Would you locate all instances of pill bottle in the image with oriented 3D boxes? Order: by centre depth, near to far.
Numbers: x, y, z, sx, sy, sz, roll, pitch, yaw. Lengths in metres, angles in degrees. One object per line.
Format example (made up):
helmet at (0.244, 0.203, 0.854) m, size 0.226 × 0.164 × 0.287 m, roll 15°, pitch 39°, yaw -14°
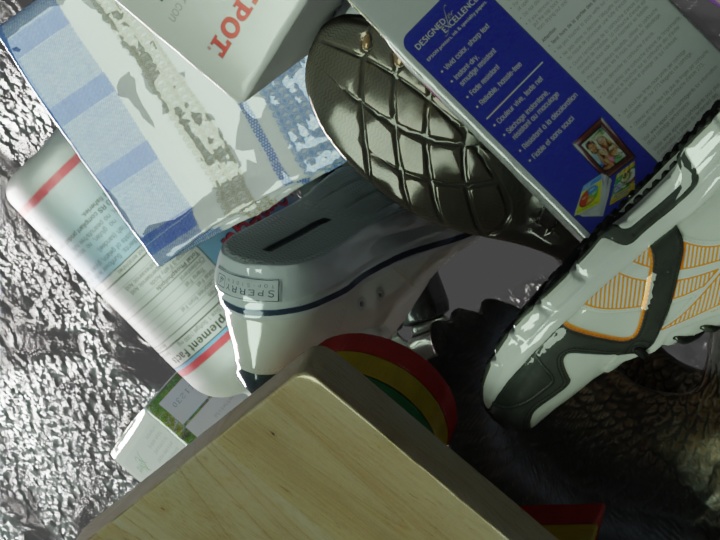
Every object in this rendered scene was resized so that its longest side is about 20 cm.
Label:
pill bottle at (-0.077, -0.008, 1.305) m, size 0.200 × 0.109 × 0.109 m, roll 45°, pitch 148°, yaw -6°

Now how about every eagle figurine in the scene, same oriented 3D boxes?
eagle figurine at (0.139, 0.062, 1.139) m, size 0.199 × 0.152 × 0.152 m, roll 17°, pitch 169°, yaw 15°

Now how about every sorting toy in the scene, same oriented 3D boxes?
sorting toy at (0.011, 0.123, 1.069) m, size 0.200 × 0.070 × 0.199 m, roll 41°, pitch 136°, yaw -11°

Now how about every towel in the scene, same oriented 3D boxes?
towel at (-0.062, -0.098, 1.181) m, size 0.199 × 0.024 × 0.147 m, roll -28°, pitch 102°, yaw 30°

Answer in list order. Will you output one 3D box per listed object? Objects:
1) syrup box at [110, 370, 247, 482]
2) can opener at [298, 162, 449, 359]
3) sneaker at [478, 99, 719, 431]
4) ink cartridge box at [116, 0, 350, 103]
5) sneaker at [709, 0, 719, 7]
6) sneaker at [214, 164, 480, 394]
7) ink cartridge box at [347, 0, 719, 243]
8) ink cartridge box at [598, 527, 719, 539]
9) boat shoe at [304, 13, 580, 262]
syrup box at (-0.037, 0.132, 1.454) m, size 0.200 × 0.079 × 0.081 m, roll 41°, pitch 148°, yaw 1°
can opener at (0.013, 0.015, 1.218) m, size 0.052 × 0.066 × 0.201 m, roll -20°, pitch 86°, yaw 26°
sneaker at (0.126, 0.003, 0.984) m, size 0.080 × 0.074 × 0.200 m, roll 44°, pitch 115°, yaw -1°
ink cartridge box at (-0.075, -0.193, 1.074) m, size 0.200 × 0.084 × 0.146 m, roll 40°, pitch 129°, yaw 5°
sneaker at (0.111, -0.157, 0.962) m, size 0.200 × 0.081 × 0.089 m, roll 38°, pitch 155°, yaw 5°
sneaker at (0.000, 0.000, 1.144) m, size 0.073 × 0.200 × 0.071 m, roll 17°, pitch 115°, yaw 33°
ink cartridge box at (0.091, -0.079, 1.046) m, size 0.200 × 0.095 × 0.037 m, roll 45°, pitch 180°, yaw 0°
ink cartridge box at (0.125, 0.163, 1.172) m, size 0.200 × 0.146 × 0.083 m, roll 55°, pitch 129°, yaw 18°
boat shoe at (0.068, -0.052, 1.110) m, size 0.199 × 0.073 × 0.075 m, roll 30°, pitch 111°, yaw 2°
